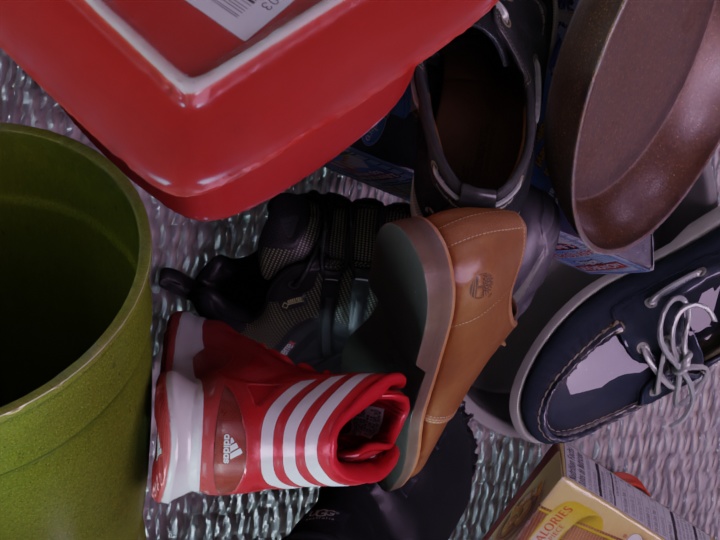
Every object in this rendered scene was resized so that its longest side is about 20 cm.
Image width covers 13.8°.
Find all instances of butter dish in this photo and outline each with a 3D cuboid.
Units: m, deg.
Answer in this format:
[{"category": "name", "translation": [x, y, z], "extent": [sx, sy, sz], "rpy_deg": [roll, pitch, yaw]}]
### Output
[{"category": "butter dish", "translation": [-0.065, -0.102, 1.366], "extent": [0.200, 0.199, 0.148], "rpy_deg": [-34, 150, -24]}]

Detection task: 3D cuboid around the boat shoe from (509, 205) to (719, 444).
[{"category": "boat shoe", "translation": [0.169, 0.034, 1.607], "extent": [0.200, 0.062, 0.075], "rpy_deg": [-32, 127, -23]}]

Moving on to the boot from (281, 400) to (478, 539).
[{"category": "boot", "translation": [0.013, 0.164, 1.553], "extent": [0.163, 0.073, 0.199], "rpy_deg": [-59, 145, -49]}]

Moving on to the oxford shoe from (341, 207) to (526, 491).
[{"category": "oxford shoe", "translation": [0.038, 0.040, 1.390], "extent": [0.071, 0.071, 0.200], "rpy_deg": [-17, 153, -22]}]

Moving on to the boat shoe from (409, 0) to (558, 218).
[{"category": "boat shoe", "translation": [0.058, -0.112, 1.397], "extent": [0.068, 0.072, 0.201], "rpy_deg": [88, 5, -70]}]

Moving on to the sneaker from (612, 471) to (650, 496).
[{"category": "sneaker", "translation": [0.164, 0.217, 1.718], "extent": [0.077, 0.082, 0.201], "rpy_deg": [-28, 123, -26]}]

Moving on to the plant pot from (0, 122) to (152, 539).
[{"category": "plant pot", "translation": [-0.176, 0.070, 1.341], "extent": [0.200, 0.200, 0.193], "rpy_deg": [-33, 138, -23]}]

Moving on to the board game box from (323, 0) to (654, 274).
[{"category": "board game box", "translation": [0.084, -0.095, 1.503], "extent": [0.200, 0.062, 0.200], "rpy_deg": [36, 72, -24]}]

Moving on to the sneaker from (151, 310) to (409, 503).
[{"category": "sneaker", "translation": [-0.037, 0.069, 1.381], "extent": [0.115, 0.200, 0.079], "rpy_deg": [4, 104, -2]}]

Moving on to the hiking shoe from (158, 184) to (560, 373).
[{"category": "hiking shoe", "translation": [0.000, 0.000, 1.442], "extent": [0.200, 0.076, 0.101], "rpy_deg": [-24, 137, 28]}]

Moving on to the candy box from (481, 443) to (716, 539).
[{"category": "candy box", "translation": [0.157, 0.196, 1.644], "extent": [0.200, 0.055, 0.116], "rpy_deg": [32, 107, -11]}]

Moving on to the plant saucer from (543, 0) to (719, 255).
[{"category": "plant saucer", "translation": [0.142, -0.106, 1.428], "extent": [0.200, 0.034, 0.201], "rpy_deg": [-46, 151, -35]}]

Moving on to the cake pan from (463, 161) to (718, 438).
[{"category": "cake pan", "translation": [0.107, -0.008, 1.608], "extent": [0.200, 0.037, 0.201], "rpy_deg": [-15, 117, -32]}]
